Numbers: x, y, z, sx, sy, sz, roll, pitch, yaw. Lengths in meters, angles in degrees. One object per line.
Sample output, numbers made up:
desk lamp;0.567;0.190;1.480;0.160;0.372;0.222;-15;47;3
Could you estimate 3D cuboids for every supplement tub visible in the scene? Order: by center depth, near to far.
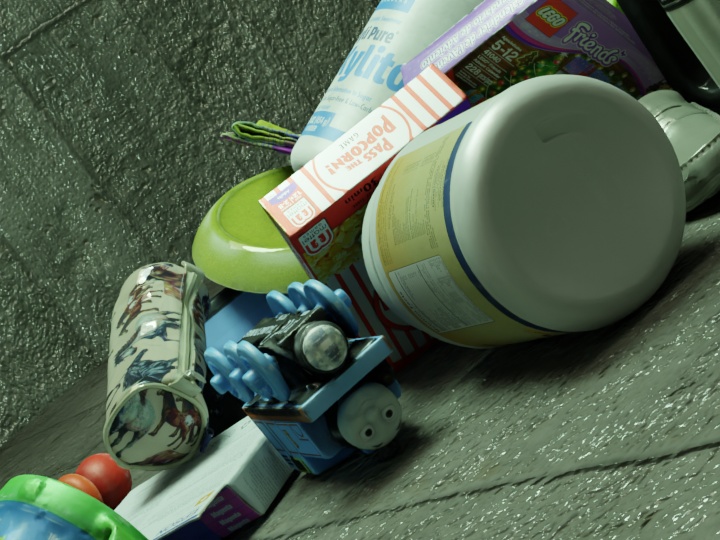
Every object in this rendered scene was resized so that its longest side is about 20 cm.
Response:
supplement tub;0.089;-0.029;1.041;0.144;0.145;0.200;-40;7;-19
supplement tub;0.047;-0.132;1.312;0.201;0.131;0.132;-60;11;-10

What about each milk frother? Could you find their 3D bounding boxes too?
milk frother;0.273;-0.211;1.124;0.200;0.189;0.180;-37;8;-5

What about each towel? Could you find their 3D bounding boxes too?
towel;-0.008;-0.101;1.479;0.144;0.198;0.023;-27;-50;-79

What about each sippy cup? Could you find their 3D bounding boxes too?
sippy cup;-0.186;0.210;0.990;0.131;0.139;0.179;-54;-24;-33

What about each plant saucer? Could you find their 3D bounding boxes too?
plant saucer;-0.050;-0.045;1.484;0.198;0.031;0.200;-8;31;5

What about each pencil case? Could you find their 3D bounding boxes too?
pencil case;-0.153;0.069;1.340;0.089;0.078;0.200;-37;26;16

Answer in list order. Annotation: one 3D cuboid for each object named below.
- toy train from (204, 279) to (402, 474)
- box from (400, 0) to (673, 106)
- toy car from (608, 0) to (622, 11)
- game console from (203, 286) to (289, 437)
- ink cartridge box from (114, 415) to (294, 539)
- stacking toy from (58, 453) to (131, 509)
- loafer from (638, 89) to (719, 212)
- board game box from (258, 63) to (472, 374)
toy train;-0.030;0.071;1.110;0.087;0.114;0.200;-42;7;-15
box;0.144;-0.125;1.228;0.137;0.199;0.039;-37;43;28
toy car;0.158;-0.216;1.469;0.157;0.201;0.164;-35;-32;14
game console;-0.058;0.052;1.407;0.200;0.171;0.119;-40;-19;-20
ink cartridge box;-0.131;0.178;1.228;0.196;0.043;0.200;-33;9;29
stacking toy;-0.278;0.223;1.544;0.085;0.086;0.200;-31;6;40
loafer;0.200;-0.081;1.127;0.070;0.070;0.200;-38;7;-3
board game box;0.032;-0.027;1.212;0.151;0.046;0.200;-39;-38;-5
